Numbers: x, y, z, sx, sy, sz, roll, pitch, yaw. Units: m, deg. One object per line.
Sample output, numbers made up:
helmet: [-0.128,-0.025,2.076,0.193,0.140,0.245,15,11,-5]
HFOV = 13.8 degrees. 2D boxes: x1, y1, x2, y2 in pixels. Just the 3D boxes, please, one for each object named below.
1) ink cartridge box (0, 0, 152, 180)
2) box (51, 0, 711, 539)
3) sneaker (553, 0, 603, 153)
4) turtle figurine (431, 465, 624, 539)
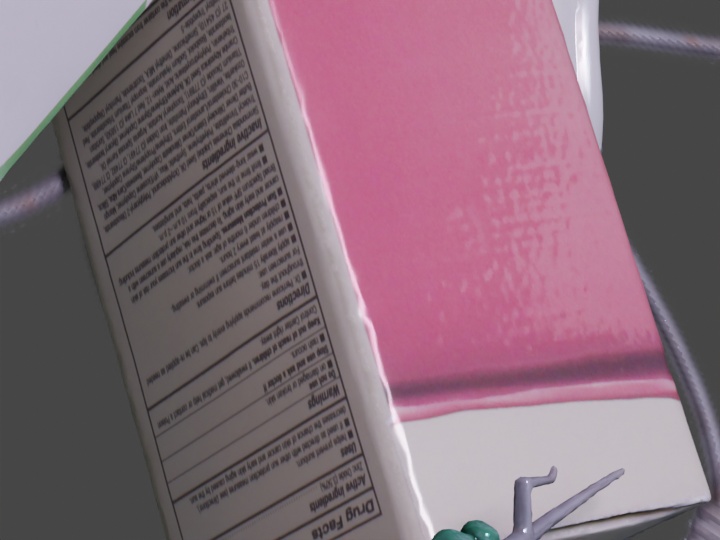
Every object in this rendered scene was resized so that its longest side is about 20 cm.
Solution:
ink cartridge box: [-0.149,-0.120,0.791,0.199,0.088,0.146,16,50,25]
box: [0.000,0.000,0.876,0.109,0.128,0.201,-8,75,-36]
sneaker: [0.043,-0.119,0.999,0.071,0.073,0.201,9,74,-39]
turtle figurine: [0.053,0.149,0.739,0.149,0.101,0.200,34,45,6]
